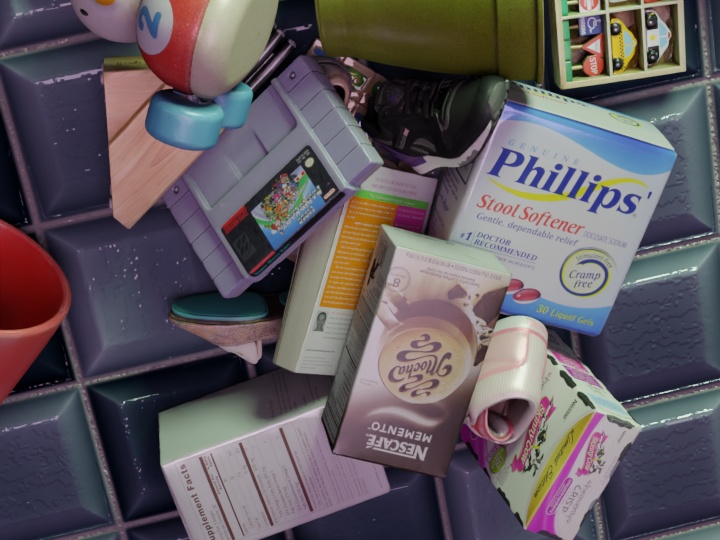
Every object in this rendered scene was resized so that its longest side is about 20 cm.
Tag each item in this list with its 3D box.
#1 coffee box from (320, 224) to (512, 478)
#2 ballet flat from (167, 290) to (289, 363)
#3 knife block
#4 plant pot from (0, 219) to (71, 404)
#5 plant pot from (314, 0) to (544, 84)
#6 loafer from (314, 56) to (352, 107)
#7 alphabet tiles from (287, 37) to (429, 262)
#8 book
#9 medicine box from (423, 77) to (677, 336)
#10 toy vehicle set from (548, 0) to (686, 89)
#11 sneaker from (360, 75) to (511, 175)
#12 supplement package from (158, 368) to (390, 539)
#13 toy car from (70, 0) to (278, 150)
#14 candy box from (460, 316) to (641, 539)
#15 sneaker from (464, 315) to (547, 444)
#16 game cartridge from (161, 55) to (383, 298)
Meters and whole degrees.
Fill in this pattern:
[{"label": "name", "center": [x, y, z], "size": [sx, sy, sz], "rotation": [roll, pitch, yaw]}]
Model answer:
[{"label": "coffee box", "center": [0.048, 0.074, 1.346], "size": [0.113, 0.080, 0.201], "rotation": [13, 104, -13]}, {"label": "ballet flat", "center": [-0.085, 0.054, 1.444], "size": [0.199, 0.068, 0.067], "rotation": [-6, 115, -6]}, {"label": "knife block", "center": [-0.146, -0.146, 1.358], "size": [0.175, 0.064, 0.201], "rotation": [-3, 110, -7]}, {"label": "plant pot", "center": [-0.387, 0.061, 1.341], "size": [0.200, 0.201, 0.178], "rotation": [23, 116, -17]}, {"label": "plant pot", "center": [0.058, -0.256, 1.296], "size": [0.192, 0.200, 0.201], "rotation": [-3, 112, 5]}, {"label": "loafer", "center": [-0.062, -0.100, 1.383], "size": [0.072, 0.063, 0.201], "rotation": [19, 106, -16]}, {"label": "alphabet tiles", "center": [-0.024, -0.097, 1.428], "size": [0.167, 0.008, 0.200], "rotation": [28, 103, -18]}, {"label": "book", "center": [0.000, 0.000, 1.392], "size": [0.133, 0.048, 0.201], "rotation": [9, 97, -47]}, {"label": "medicine box", "center": [0.171, -0.063, 1.415], "size": [0.182, 0.103, 0.201], "rotation": [14, 112, -14]}, {"label": "toy vehicle set", "center": [0.237, -0.277, 1.391], "size": [0.124, 0.027, 0.201], "rotation": [-10, 112, -5]}, {"label": "sneaker", "center": [0.057, -0.137, 1.321], "size": [0.087, 0.200, 0.076], "rotation": [27, 73, -16]}, {"label": "supplement package", "center": [-0.088, 0.178, 1.462], "size": [0.199, 0.117, 0.118], "rotation": [-19, 112, -1]}, {"label": "toy car", "center": [-0.177, -0.224, 1.223], "size": [0.199, 0.177, 0.185], "rotation": [19, 110, 5]}, {"label": "candy box", "center": [0.174, 0.150, 1.445], "size": [0.061, 0.200, 0.137], "rotation": [21, 106, -27]}, {"label": "sneaker", "center": [0.097, 0.125, 1.438], "size": [0.075, 0.105, 0.200], "rotation": [30, 137, -34]}, {"label": "game cartridge", "center": [-0.083, -0.081, 1.346], "size": [0.200, 0.130, 0.038], "rotation": [-42, 156, 23]}]
